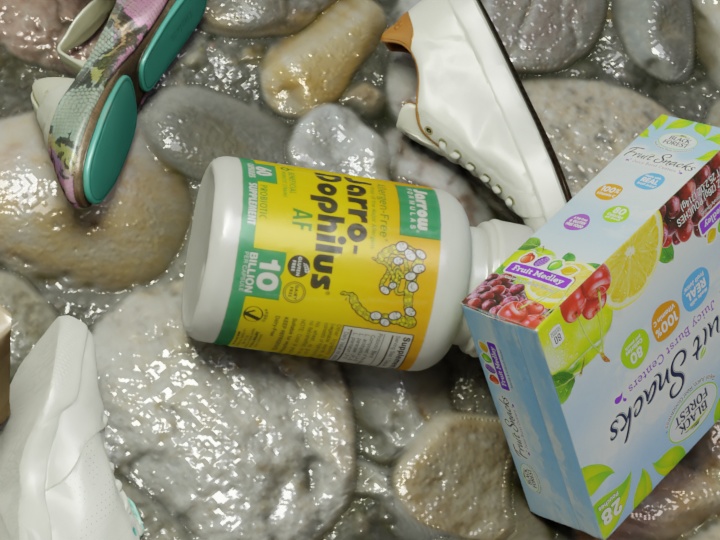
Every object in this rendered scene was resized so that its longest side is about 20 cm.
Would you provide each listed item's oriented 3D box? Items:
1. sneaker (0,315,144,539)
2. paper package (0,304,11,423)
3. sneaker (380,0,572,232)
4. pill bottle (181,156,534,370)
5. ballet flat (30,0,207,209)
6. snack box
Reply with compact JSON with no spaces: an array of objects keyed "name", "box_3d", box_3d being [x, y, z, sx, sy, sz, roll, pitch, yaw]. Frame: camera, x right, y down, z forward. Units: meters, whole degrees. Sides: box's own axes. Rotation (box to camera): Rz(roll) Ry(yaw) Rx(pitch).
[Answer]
[{"name":"sneaker","box_3d":[-0.161,0.126,1.423,0.088,0.075,0.200,18,60,-25]},{"name":"paper package","box_3d":[-0.321,0.052,1.375,0.191,0.104,0.200,42,62,18]},{"name":"sneaker","box_3d":[0.076,-0.081,1.599,0.085,0.073,0.200,-27,77,6]},{"name":"pill bottle","box_3d":[0.000,0.000,1.498,0.200,0.113,0.113,9,61,-11]},{"name":"ballet flat","box_3d":[-0.161,-0.119,1.550,0.071,0.069,0.200,14,55,13]},{"name":"snack box","box_3d":[0.164,0.032,1.496,0.068,0.169,0.200,19,49,43]}]
